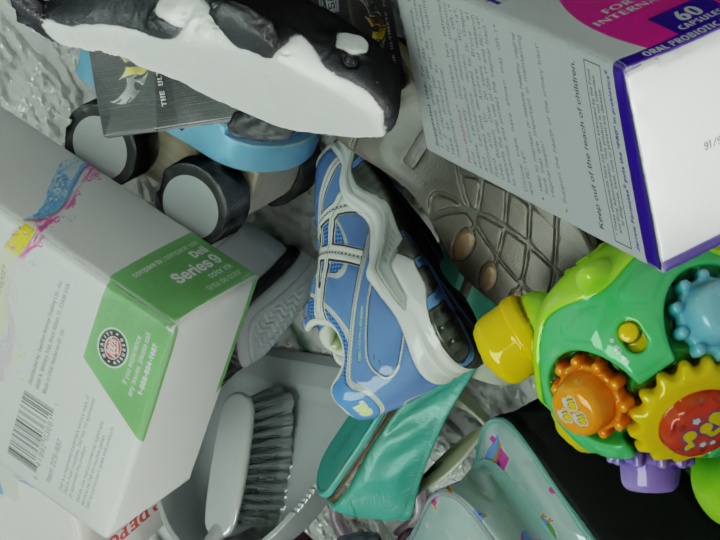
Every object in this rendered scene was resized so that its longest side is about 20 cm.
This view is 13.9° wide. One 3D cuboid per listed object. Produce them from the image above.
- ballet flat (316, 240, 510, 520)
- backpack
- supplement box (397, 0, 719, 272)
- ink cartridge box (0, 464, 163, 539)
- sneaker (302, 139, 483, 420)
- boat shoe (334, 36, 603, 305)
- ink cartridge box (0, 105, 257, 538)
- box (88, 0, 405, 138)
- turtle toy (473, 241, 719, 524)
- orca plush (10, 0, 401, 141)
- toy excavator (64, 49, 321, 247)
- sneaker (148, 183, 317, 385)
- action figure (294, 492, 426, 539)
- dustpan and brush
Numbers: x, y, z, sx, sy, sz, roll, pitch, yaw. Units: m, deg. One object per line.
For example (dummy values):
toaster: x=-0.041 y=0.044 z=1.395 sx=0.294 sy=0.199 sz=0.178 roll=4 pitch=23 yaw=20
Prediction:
ballet flat: x=0.045 y=0.057 z=1.595 sx=0.070 sy=0.068 sz=0.201 roll=18 pitch=122 yaw=-17
backpack: x=0.109 y=0.174 z=1.556 sx=0.176 sy=0.153 sz=0.200 roll=51 pitch=155 yaw=19
supplement box: x=0.112 y=-0.090 z=1.357 sx=0.200 sy=0.101 sz=0.104 roll=29 pitch=138 yaw=55
ink cartridge box: x=-0.181 y=0.083 z=1.767 sx=0.125 sy=0.128 sz=0.201 roll=12 pitch=127 yaw=36
sneaker: x=0.000 y=0.000 z=1.520 sx=0.077 sy=0.200 sz=0.076 roll=-37 pitch=122 yaw=10
boat shoe: x=0.066 y=-0.053 z=1.494 sx=0.200 sy=0.073 sz=0.075 roll=48 pitch=123 yaw=15
ink cartridge box: x=-0.170 y=0.021 z=1.569 sx=0.199 sy=0.087 sz=0.146 roll=31 pitch=124 yaw=18
box: x=-0.070 y=-0.176 z=1.477 sx=0.157 sy=0.048 sz=0.201 roll=-6 pitch=96 yaw=29
turtle toy: x=0.158 y=0.054 z=1.423 sx=0.145 sy=0.101 sz=0.200 roll=-35 pitch=134 yaw=12
orca plush: x=-0.064 y=-0.120 z=1.435 sx=0.199 sy=0.071 sz=0.105 roll=8 pitch=148 yaw=31
toy excavator: x=-0.095 y=-0.144 z=1.570 sx=0.194 sy=0.100 sz=0.201 roll=32 pitch=122 yaw=20
sneaker: x=-0.125 y=0.037 z=1.658 sx=0.115 sy=0.075 sz=0.200 roll=42 pitch=99 yaw=-7
action figure: x=-0.002 y=0.231 z=1.750 sx=0.133 sy=0.149 sz=0.200 roll=1 pitch=141 yaw=37
dustpan and brush: x=-0.075 y=0.140 z=1.682 sx=0.139 sy=0.057 sz=0.201 roll=8 pitch=85 yaw=37
